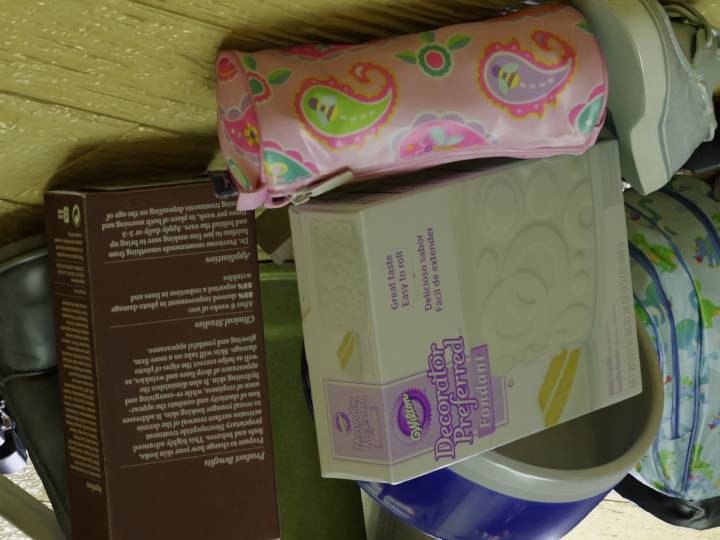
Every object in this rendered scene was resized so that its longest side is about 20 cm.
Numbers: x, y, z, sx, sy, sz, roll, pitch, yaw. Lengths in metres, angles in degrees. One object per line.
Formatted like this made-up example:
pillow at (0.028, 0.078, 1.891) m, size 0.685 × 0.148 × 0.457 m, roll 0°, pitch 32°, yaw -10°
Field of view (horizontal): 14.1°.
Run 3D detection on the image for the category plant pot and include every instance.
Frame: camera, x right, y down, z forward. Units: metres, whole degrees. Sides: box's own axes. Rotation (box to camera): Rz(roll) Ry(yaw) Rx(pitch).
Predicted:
plant pot at (-0.078, 0.118, 1.807) m, size 0.200 × 0.185 × 0.200 m, roll -13°, pitch 161°, yaw -5°

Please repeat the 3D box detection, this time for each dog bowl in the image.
dog bowl at (0.069, 0.059, 1.657) m, size 0.200 × 0.200 × 0.079 m, roll -1°, pitch 143°, yaw -35°

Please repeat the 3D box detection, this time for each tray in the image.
tray at (-0.235, 0.124, 1.759) m, size 0.022 × 0.200 × 0.107 m, roll -54°, pitch 161°, yaw -8°

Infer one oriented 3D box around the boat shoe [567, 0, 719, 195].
boat shoe at (0.157, -0.110, 1.543) m, size 0.071 × 0.070 × 0.201 m, roll -38°, pitch 158°, yaw -7°

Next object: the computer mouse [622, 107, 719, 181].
computer mouse at (0.178, -0.070, 1.717) m, size 0.200 × 0.034 × 0.059 m, roll -17°, pitch -172°, yaw 21°

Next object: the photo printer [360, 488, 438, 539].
photo printer at (0.049, 0.164, 1.811) m, size 0.069 × 0.167 × 0.200 m, roll 18°, pitch 157°, yaw -16°

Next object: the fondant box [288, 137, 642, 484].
fondant box at (0.059, 0.017, 1.525) m, size 0.200 × 0.145 × 0.058 m, roll -16°, pitch -166°, yaw -42°

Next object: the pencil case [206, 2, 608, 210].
pencil case at (0.024, -0.082, 1.471) m, size 0.200 × 0.088 × 0.087 m, roll -11°, pitch 161°, yaw -16°

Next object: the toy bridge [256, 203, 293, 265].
toy bridge at (0.000, 0.000, 1.734) m, size 0.067 × 0.027 × 0.200 m, roll -43°, pitch 148°, yaw 1°

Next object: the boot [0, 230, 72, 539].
boot at (-0.157, 0.090, 1.634) m, size 0.072 × 0.200 × 0.182 m, roll -17°, pitch 164°, yaw -15°

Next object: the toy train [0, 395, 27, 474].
toy train at (-0.242, 0.092, 1.820) m, size 0.034 × 0.046 × 0.200 m, roll -16°, pitch 161°, yaw 2°

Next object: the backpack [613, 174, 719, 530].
backpack at (0.182, 0.040, 1.790) m, size 0.153 × 0.163 × 0.200 m, roll -4°, pitch 125°, yaw -34°

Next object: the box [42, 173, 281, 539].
box at (-0.106, 0.051, 1.561) m, size 0.100 × 0.201 × 0.075 m, roll -6°, pitch -176°, yaw -24°

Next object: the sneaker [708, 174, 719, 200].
sneaker at (0.235, -0.005, 1.844) m, size 0.077 × 0.091 × 0.200 m, roll -3°, pitch 158°, yaw -31°
